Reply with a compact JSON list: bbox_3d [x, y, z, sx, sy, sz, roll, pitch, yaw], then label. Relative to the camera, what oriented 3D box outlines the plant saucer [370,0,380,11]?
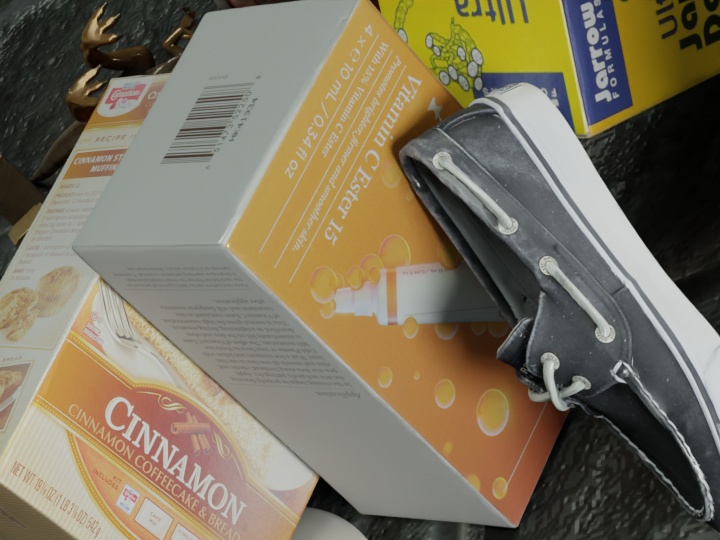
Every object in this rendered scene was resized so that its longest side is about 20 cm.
[{"bbox_3d":[-0.055,-0.061,1.206,0.200,0.037,0.200,-36,35,14],"label":"plant saucer"}]

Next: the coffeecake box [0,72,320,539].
[{"bbox_3d":[-0.081,0.039,0.978,0.073,0.153,0.201,0,56,46],"label":"coffeecake box"}]

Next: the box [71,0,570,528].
[{"bbox_3d":[0.000,0.000,0.938,0.097,0.200,0.125,0,55,46],"label":"box"}]

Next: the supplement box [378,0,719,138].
[{"bbox_3d":[0.113,-0.139,0.967,0.200,0.110,0.109,-27,20,-38],"label":"supplement box"}]

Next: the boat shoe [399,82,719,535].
[{"bbox_3d":[0.084,0.023,0.860,0.068,0.200,0.072,-27,-12,-19],"label":"boat shoe"}]

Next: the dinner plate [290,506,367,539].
[{"bbox_3d":[-0.072,0.183,0.982,0.200,0.024,0.201,-28,39,25],"label":"dinner plate"}]

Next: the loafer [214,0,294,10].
[{"bbox_3d":[-0.022,-0.189,1.226,0.063,0.072,0.200,-10,17,25],"label":"loafer"}]

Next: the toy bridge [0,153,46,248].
[{"bbox_3d":[-0.196,-0.039,1.303,0.027,0.067,0.200,-46,33,-2],"label":"toy bridge"}]

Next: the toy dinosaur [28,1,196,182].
[{"bbox_3d":[-0.135,-0.094,1.298,0.199,0.106,0.061,-27,60,17],"label":"toy dinosaur"}]
